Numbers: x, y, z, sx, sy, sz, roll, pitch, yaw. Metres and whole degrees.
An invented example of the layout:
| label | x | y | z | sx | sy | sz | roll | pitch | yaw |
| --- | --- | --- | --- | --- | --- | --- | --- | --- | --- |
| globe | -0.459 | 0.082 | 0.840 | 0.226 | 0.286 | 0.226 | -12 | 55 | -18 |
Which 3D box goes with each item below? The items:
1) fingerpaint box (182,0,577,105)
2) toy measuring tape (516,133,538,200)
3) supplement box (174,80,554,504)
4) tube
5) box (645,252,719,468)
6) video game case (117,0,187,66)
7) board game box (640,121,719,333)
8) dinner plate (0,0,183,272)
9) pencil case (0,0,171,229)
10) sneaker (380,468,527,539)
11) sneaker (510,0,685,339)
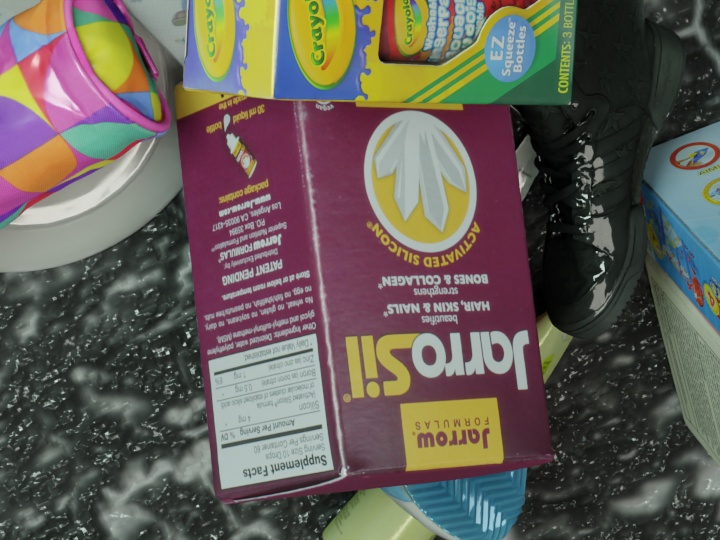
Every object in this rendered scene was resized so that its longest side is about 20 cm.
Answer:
| label | x | y | z | sx | sy | sz | roll | pitch | yaw |
| --- | --- | --- | --- | --- | --- | --- | --- | --- | --- |
| fingerpaint box | 0.015 | -0.172 | 0.995 | 0.166 | 0.073 | 0.201 | -1 | 98 | -37 |
| toy measuring tape | 0.071 | -0.008 | 1.217 | 0.073 | 0.074 | 0.200 | 28 | 105 | -30 |
| supplement box | 0.000 | 0.000 | 1.090 | 0.130 | 0.103 | 0.201 | -2 | 81 | -39 |
| tube | 0.059 | 0.087 | 1.271 | 0.052 | 0.058 | 0.200 | 32 | 103 | -31 |
| box | 0.247 | 0.066 | 1.244 | 0.108 | 0.200 | 0.128 | -22 | 124 | -7 |
| video game case | -0.037 | -0.151 | 1.092 | 0.143 | 0.018 | 0.200 | -40 | 142 | 4 |
| board game box | 0.265 | -0.027 | 1.204 | 0.199 | 0.196 | 0.056 | -21 | 123 | -8 |
| dinner plate | -0.157 | -0.084 | 1.118 | 0.199 | 0.024 | 0.201 | -9 | 119 | -16 |
| pencil case | -0.180 | -0.052 | 1.054 | 0.199 | 0.089 | 0.088 | -28 | 126 | 22 |
| sneaker | 0.004 | 0.064 | 1.194 | 0.200 | 0.081 | 0.077 | 44 | 68 | -10 |
| sneaker | 0.103 | -0.075 | 1.166 | 0.104 | 0.060 | 0.201 | 22 | 80 | -39 |
